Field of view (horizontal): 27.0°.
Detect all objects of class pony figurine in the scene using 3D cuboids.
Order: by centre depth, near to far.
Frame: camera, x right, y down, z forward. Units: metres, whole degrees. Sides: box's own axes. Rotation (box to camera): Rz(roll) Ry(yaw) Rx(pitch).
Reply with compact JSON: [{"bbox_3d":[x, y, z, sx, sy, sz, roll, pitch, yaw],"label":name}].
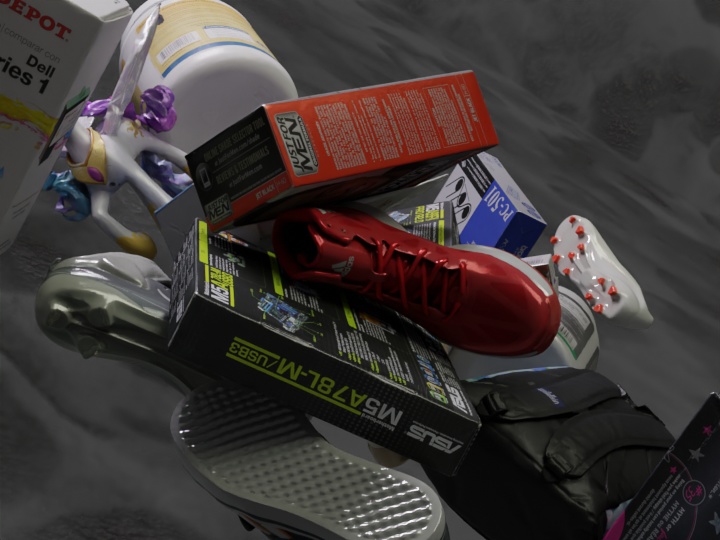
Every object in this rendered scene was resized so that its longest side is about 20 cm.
[{"bbox_3d":[-0.197,-0.106,1.209,0.200,0.167,0.193,43,24,-17],"label":"pony figurine"}]

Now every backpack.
[{"bbox_3d":[0.149,0.142,1.111,0.163,0.154,0.200,39,39,25],"label":"backpack"}]

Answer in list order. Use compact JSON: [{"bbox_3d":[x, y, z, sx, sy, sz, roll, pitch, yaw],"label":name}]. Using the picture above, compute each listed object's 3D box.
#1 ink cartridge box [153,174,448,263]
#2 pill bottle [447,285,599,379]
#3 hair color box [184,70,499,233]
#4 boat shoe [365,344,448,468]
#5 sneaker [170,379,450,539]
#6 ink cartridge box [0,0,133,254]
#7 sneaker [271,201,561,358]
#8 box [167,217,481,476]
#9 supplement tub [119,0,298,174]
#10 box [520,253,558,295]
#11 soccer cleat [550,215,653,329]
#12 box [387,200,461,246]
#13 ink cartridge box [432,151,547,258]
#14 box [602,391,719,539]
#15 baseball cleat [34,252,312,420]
[{"bbox_3d":[-0.042,-0.059,1.154,0.200,0.115,0.068,-21,85,-41],"label":"ink cartridge box"},{"bbox_3d":[0.147,0.075,1.307,0.113,0.113,0.200,34,17,9],"label":"pill bottle"},{"bbox_3d":[-0.010,-0.084,1.042,0.200,0.101,0.061,-15,83,-41],"label":"hair color box"},{"bbox_3d":[0.034,0.094,1.161,0.200,0.072,0.065,-51,123,-73],"label":"boat shoe"},{"bbox_3d":[-0.032,0.139,0.902,0.200,0.078,0.079,27,-32,34],"label":"sneaker"},{"bbox_3d":[-0.267,-0.125,1.013,0.145,0.200,0.084,30,15,-3],"label":"ink cartridge box"},{"bbox_3d":[0.024,0.010,0.988,0.200,0.078,0.115,19,12,31],"label":"sneaker"},{"bbox_3d":[-0.029,0.044,0.971,0.193,0.048,0.200,23,11,-12],"label":"box"},{"bbox_3d":[-0.153,-0.181,1.461,0.145,0.145,0.200,20,21,-32],"label":"supplement tub"},{"bbox_3d":[0.062,0.023,1.232,0.200,0.039,0.041,-9,10,12],"label":"box"},{"bbox_3d":[0.293,0.006,1.840,0.078,0.069,0.200,27,24,-31],"label":"soccer cleat"},{"bbox_3d":[0.000,0.000,1.198,0.160,0.044,0.200,-10,15,6],"label":"box"},{"bbox_3d":[0.143,-0.062,1.717,0.044,0.094,0.200,24,19,-22],"label":"ink cartridge box"},{"bbox_3d":[0.243,0.191,0.999,0.115,0.200,0.132,43,21,28],"label":"box"},{"bbox_3d":[-0.118,0.040,1.017,0.200,0.070,0.106,28,26,-13],"label":"baseball cleat"}]
